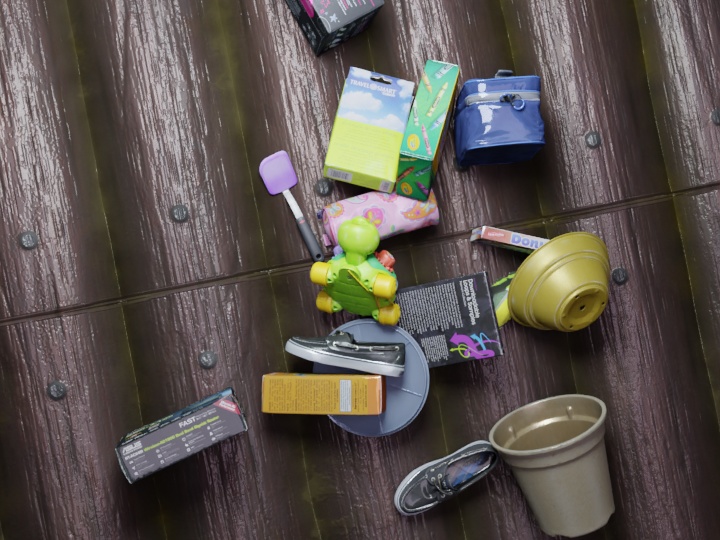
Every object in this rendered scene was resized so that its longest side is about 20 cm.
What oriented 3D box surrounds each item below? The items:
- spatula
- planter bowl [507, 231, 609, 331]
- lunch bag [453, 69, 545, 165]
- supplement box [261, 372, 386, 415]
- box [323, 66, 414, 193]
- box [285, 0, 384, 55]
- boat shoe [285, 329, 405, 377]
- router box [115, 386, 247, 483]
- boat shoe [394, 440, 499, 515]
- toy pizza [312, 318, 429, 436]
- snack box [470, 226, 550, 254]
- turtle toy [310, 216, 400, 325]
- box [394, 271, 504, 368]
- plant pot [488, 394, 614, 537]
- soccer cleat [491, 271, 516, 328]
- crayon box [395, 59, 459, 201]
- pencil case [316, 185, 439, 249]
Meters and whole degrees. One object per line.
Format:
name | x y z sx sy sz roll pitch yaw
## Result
spatula | -0.111 -0.103 1.613 0.056 0.021 0.200 -26 92 -10
planter bowl | 0.353 0.041 1.589 0.200 0.084 0.201 -14 131 -17
lunch bag | 0.229 -0.258 1.581 0.135 0.200 0.133 -4 85 -3
supplement box | -0.060 0.202 1.558 0.199 0.067 0.069 -2 87 9
box | 0.016 -0.238 1.596 0.122 0.048 0.201 14 65 -3
box | -0.066 -0.487 1.581 0.115 0.132 0.200 -30 92 -12
boat shoe | -0.022 0.128 1.554 0.199 0.069 0.057 11 92 4
router box | -0.281 0.257 1.506 0.199 0.150 0.062 -24 91 -9
boat shoe | 0.150 0.356 1.608 0.200 0.066 0.070 -25 91 -9
toy pizza | 0.018 0.180 1.596 0.199 0.032 0.201 1 94 11
snack box | 0.296 -0.044 1.645 0.199 0.072 0.024 12 86 -8
turtle toy | 0.000 0.000 1.536 0.145 0.200 0.101 12 54 16
box | 0.131 0.090 1.595 0.199 0.036 0.144 -12 89 17
plant pot | 0.339 0.335 1.588 0.200 0.200 0.184 -22 101 -9
soccer cleat | 0.253 0.058 1.648 0.200 0.065 0.084 -18 113 -11
crayon box | 0.111 -0.232 1.566 0.058 0.119 0.201 14 62 7
pencil case | 0.032 -0.092 1.604 0.199 0.087 0.088 -18 90 -9
